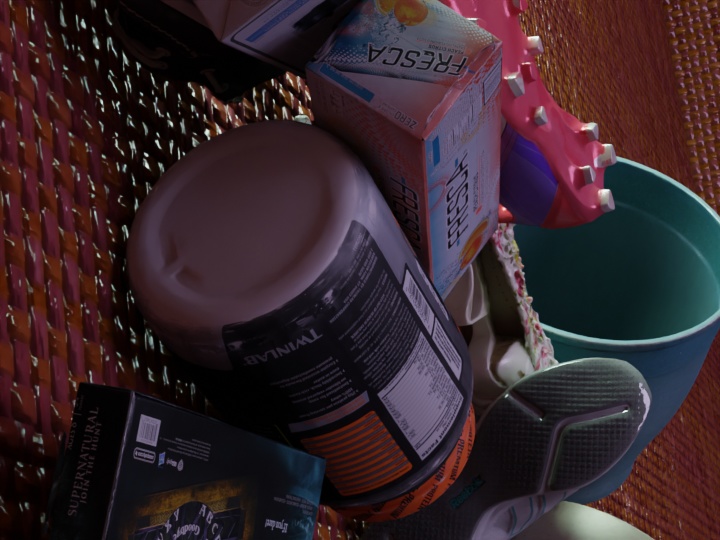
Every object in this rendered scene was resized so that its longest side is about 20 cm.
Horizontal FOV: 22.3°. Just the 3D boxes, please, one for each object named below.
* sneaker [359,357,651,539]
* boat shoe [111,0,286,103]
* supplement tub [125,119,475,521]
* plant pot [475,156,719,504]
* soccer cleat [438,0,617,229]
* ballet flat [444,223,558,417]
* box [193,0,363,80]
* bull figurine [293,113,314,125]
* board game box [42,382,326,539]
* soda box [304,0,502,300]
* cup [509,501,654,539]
[{"bbox_3d":[0.082,0.118,1.062,0.071,0.200,0.080,53,8,10],"label":"sneaker"},{"bbox_3d":[-0.085,-0.120,0.881,0.074,0.060,0.200,54,13,9],"label":"boat shoe"},{"bbox_3d":[-0.019,0.033,0.880,0.200,0.121,0.123,59,25,-49],"label":"supplement tub"},{"bbox_3d":[0.140,0.051,1.255,0.201,0.198,0.189,-81,180,-50],"label":"plant pot"},{"bbox_3d":[0.064,-0.083,0.924,0.200,0.076,0.067,46,41,-47],"label":"soccer cleat"},{"bbox_3d":[0.066,0.027,1.059,0.064,0.075,0.201,-60,134,-57],"label":"ballet flat"},{"bbox_3d":[-0.034,-0.153,0.872,0.117,0.060,0.200,57,14,11],"label":"box"},{"bbox_3d":[0.000,0.000,1.043,0.121,0.065,0.202,98,-22,-84],"label":"bull figurine"},{"bbox_3d":[-0.071,0.129,0.744,0.200,0.028,0.137,34,65,-66],"label":"board game box"},{"bbox_3d":[0.024,-0.055,0.883,0.064,0.068,0.200,-51,162,-17],"label":"soda box"},{"bbox_3d":[0.112,0.259,1.081,0.143,0.199,0.202,-42,122,-41],"label":"cup"}]
